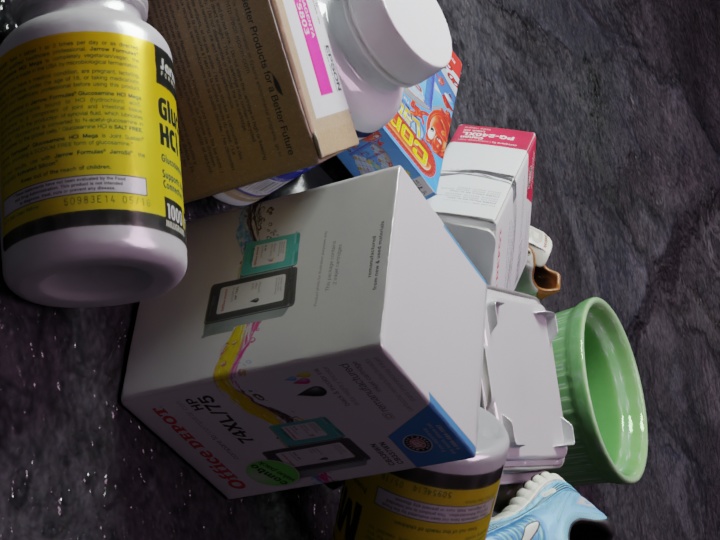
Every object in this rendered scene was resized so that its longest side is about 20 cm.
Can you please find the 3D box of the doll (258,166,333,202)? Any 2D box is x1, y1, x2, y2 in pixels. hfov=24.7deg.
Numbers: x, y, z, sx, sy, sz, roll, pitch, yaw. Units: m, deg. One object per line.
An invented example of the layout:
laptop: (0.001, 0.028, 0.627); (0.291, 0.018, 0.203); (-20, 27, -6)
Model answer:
doll: (-0.054, -0.043, 1.310); (0.136, 0.048, 0.201); (31, 45, -29)

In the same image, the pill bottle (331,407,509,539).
pill bottle: (0.035, 0.199, 1.213); (0.114, 0.113, 0.202); (-31, 136, -64)

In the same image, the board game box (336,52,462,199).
board game box: (0.005, -0.186, 1.468); (0.200, 0.056, 0.197); (48, 34, -29)

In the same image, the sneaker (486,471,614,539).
sneaker: (0.132, 0.237, 1.325); (0.200, 0.089, 0.079); (-36, 134, -36)

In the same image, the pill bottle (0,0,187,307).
pill bottle: (-0.168, -0.087, 1.015); (0.112, 0.112, 0.202); (25, 55, -60)

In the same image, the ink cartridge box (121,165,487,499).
ink cartridge box: (-0.035, 0.047, 1.125); (0.147, 0.198, 0.147); (49, 37, -44)

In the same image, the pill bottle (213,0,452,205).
pill bottle: (-0.038, -0.141, 1.197); (0.120, 0.199, 0.120); (39, 36, -36)

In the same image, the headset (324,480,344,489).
headset: (0.010, 0.137, 1.270); (0.094, 0.122, 0.201); (-115, -164, -47)

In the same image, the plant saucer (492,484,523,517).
plant saucer: (0.089, 0.119, 1.408); (0.200, 0.050, 0.202); (35, 48, -52)

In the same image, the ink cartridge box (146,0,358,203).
ink cartridge box: (-0.109, -0.154, 1.116); (0.075, 0.163, 0.202); (-27, 102, -64)

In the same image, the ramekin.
ramekin: (0.229, 0.137, 1.764); (0.200, 0.097, 0.202); (41, 42, -52)

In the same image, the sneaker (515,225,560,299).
sneaker: (0.148, -0.044, 1.706); (0.200, 0.084, 0.073); (53, 34, -37)

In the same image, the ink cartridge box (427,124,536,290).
ink cartridge box: (0.104, -0.030, 1.547); (0.200, 0.083, 0.146); (-58, 154, -58)

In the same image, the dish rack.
dish rack: (0.130, 0.092, 1.388); (0.200, 0.043, 0.173); (12, 69, -63)
